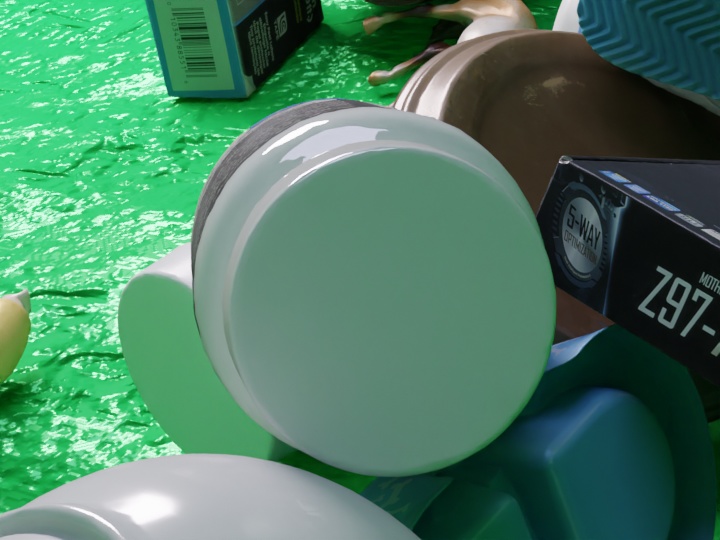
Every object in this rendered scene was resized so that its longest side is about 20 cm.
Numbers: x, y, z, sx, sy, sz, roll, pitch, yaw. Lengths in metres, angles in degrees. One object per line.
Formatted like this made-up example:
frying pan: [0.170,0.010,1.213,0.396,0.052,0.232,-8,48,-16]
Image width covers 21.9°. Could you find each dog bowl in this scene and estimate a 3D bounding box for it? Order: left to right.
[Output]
dog bowl: [0.051,0.096,0.626,0.049,0.112,0.200,-5,25,42]

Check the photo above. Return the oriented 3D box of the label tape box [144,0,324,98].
label tape box: [-0.075,-0.220,1.229,0.063,0.145,0.200,2,30,23]

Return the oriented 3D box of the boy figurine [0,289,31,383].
boy figurine: [-0.219,0.036,0.884,0.124,0.065,0.200,-9,24,-3]

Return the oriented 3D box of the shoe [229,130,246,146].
shoe: [-0.031,-0.043,0.975,0.070,0.054,0.200,-15,28,-10]

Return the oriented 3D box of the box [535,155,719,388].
box: [0.178,0.023,0.658,0.200,0.044,0.160,34,21,33]

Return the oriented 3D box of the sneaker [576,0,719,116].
sneaker: [0.191,-0.083,0.783,0.200,0.077,0.081,34,21,13]

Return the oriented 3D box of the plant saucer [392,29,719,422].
plant saucer: [0.104,-0.027,0.787,0.199,0.029,0.201,14,53,-19]

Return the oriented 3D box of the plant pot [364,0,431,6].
plant pot: [0.037,-0.250,1.206,0.186,0.188,0.200,-3,29,14]

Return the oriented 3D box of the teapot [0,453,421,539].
teapot: [-0.063,0.129,0.480,0.200,0.146,0.198,-39,47,18]

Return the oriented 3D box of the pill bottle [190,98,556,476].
pill bottle: [0.000,0.001,0.622,0.113,0.114,0.200,-12,7,-4]

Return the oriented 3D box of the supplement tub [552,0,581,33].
supplement tub: [0.203,-0.093,0.903,0.199,0.133,0.132,13,35,39]

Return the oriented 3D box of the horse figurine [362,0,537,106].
horse figurine: [0.060,-0.120,1.096,0.132,0.050,0.200,-9,29,15]

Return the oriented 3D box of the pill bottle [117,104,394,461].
pill bottle: [0.000,0.000,0.815,0.114,0.114,0.200,17,38,43]
